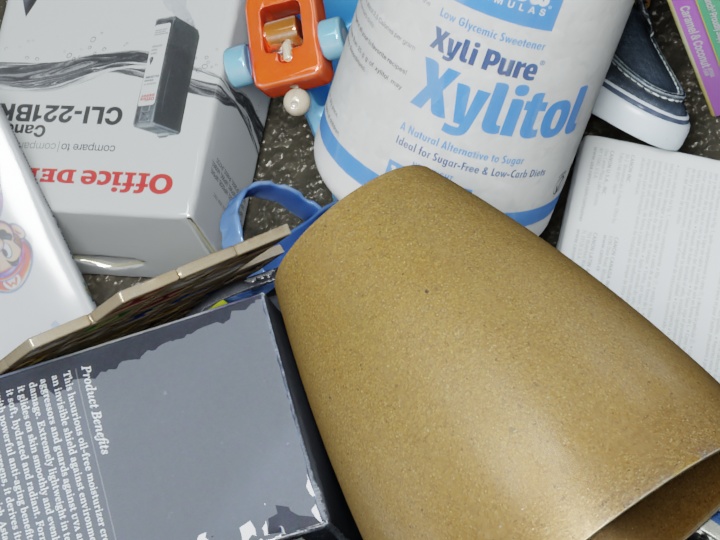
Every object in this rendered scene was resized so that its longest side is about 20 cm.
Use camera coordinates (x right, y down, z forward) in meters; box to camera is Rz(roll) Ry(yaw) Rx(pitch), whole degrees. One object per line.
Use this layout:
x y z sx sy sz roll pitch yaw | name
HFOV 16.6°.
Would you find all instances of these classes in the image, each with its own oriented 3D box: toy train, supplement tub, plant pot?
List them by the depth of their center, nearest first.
0.052 0.057 1.121 0.186 0.186 0.200 -37 73 -4 | plant pot
0.062 -0.121 1.220 0.131 0.201 0.132 13 31 -8 | supplement tub
0.018 -0.168 1.343 0.199 0.056 0.151 -18 71 15 | toy train

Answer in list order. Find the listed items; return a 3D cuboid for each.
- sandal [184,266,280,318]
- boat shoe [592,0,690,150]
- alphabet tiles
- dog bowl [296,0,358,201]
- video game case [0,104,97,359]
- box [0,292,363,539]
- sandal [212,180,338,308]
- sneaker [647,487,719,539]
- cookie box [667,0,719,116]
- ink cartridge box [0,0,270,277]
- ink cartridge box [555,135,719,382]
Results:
-0.058 0.025 1.258 0.199 0.076 0.043 -20 71 29 | sandal
0.127 -0.154 1.329 0.091 0.071 0.201 -57 48 22 | boat shoe
-0.117 0.026 1.216 0.166 0.200 0.008 -23 85 -34 | alphabet tiles
0.018 -0.094 1.373 0.111 0.050 0.201 -24 61 4 | dog bowl
-0.250 0.024 1.330 0.199 0.024 0.183 -25 94 2 | video game case
-0.103 0.113 1.215 0.197 0.200 0.124 -17 73 5 | box
0.000 0.000 1.295 0.198 0.087 0.080 3 42 23 | sandal
0.219 0.125 1.207 0.199 0.079 0.089 24 67 16 | sneaker
0.183 -0.212 1.313 0.075 0.171 0.201 -17 62 10 | cookie box
-0.130 -0.104 1.400 0.143 0.084 0.202 3 68 17 | ink cartridge box
0.195 0.026 1.282 0.198 0.050 0.163 13 68 2 | ink cartridge box
